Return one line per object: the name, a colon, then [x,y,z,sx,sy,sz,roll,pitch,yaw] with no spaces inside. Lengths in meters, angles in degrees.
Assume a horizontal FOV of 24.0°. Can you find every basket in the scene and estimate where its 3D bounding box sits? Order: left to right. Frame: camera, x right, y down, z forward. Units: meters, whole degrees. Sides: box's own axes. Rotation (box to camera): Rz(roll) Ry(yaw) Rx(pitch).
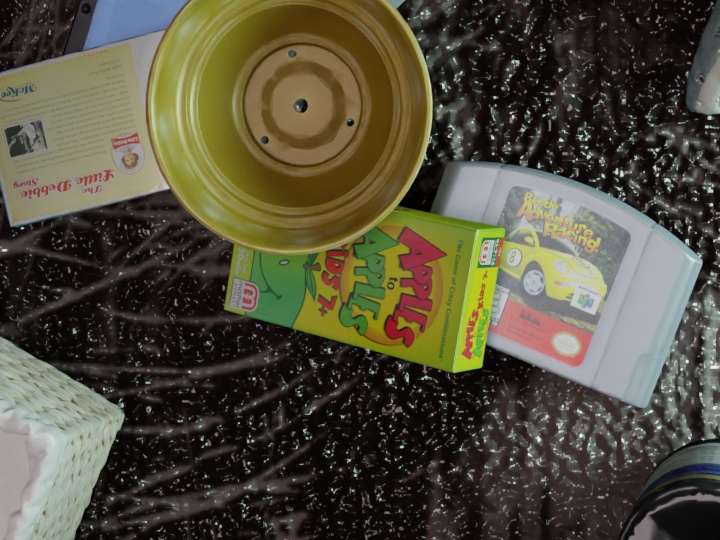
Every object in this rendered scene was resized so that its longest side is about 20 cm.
basket: [-0.314,0.157,1.306,0.199,0.161,0.200,27,102,13]

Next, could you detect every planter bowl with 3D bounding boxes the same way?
planter bowl: [-0.046,-0.115,1.195,0.198,0.083,0.203,1,96,5]

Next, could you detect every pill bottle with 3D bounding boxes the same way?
pill bottle: [0.235,0.174,1.124,0.111,0.200,0.113,2,96,16]

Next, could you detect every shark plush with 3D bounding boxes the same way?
shark plush: [0.258,-0.209,1.152,0.083,0.090,0.202,3,103,46]

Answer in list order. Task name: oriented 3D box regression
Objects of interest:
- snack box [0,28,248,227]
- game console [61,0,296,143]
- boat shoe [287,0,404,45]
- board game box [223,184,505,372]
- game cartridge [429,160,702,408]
snack box: [-0.184,-0.111,1.277,0.198,0.037,0.117,-12,94,15]
game console: [-0.136,-0.171,1.289,0.175,0.031,0.202,23,102,14]
boat shoe: [0.016,-0.244,1.221,0.200,0.070,0.067,-41,59,24]
board game box: [0.000,0.000,1.231,0.198,0.047,0.103,14,98,29]
game cartridge: [0.137,0.001,1.223,0.198,0.041,0.134,22,97,13]
